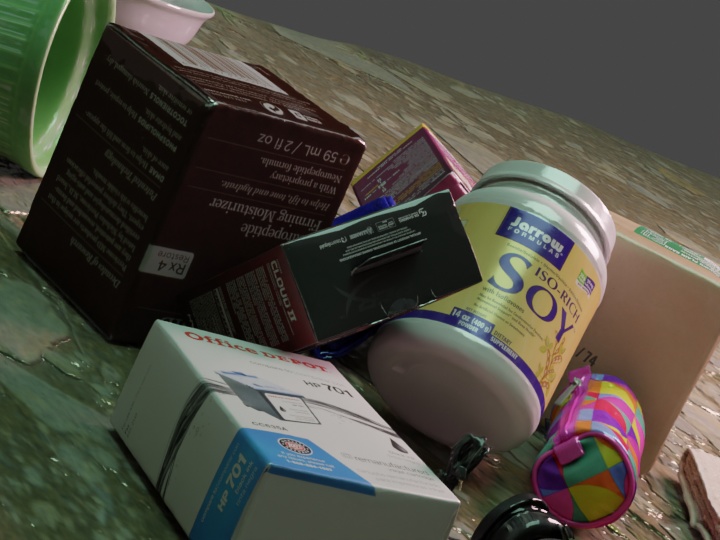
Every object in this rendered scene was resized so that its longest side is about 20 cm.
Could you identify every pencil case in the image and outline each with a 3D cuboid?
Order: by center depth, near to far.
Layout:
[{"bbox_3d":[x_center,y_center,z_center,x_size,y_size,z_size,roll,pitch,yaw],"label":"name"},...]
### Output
[{"bbox_3d":[0.183,0.140,1.593,0.088,0.089,0.200,25,13,2],"label":"pencil case"}]

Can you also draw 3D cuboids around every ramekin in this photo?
[{"bbox_3d":[-0.301,-0.193,1.794,0.097,0.201,0.200,17,13,7],"label":"ramekin"}]

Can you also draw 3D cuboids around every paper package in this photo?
[{"bbox_3d":[0.207,0.049,1.743,0.199,0.191,0.103,28,14,10],"label":"paper package"}]

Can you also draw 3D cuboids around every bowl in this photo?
[{"bbox_3d":[-0.291,-0.324,2.502,0.200,0.091,0.201,23,13,-6],"label":"bowl"}]

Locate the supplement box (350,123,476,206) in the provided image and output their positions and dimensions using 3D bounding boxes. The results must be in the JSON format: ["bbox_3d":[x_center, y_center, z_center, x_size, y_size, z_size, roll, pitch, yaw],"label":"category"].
[{"bbox_3d":[0.078,-0.047,1.984,0.131,0.103,0.200,49,6,-17],"label":"supplement box"}]

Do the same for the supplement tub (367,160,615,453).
[{"bbox_3d":[0.108,0.027,1.571,0.145,0.200,0.146,22,-32,14],"label":"supplement tub"}]

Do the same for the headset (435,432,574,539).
[{"bbox_3d":[0.120,0.183,1.304,0.200,0.094,0.124,31,10,-24],"label":"headset"}]

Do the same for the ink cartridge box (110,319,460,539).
[{"bbox_3d":[-0.052,0.122,1.264,0.146,0.086,0.200,15,18,-32],"label":"ink cartridge box"}]

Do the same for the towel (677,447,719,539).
[{"bbox_3d":[0.338,0.216,1.675,0.132,0.035,0.200,25,15,-4],"label":"towel"}]

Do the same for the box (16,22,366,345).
[{"bbox_3d":[-0.133,-0.059,1.555,0.166,0.201,0.164,11,19,-43],"label":"box"}]

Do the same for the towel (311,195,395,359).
[{"bbox_3d":[0.000,0.000,1.728,0.147,0.050,0.200,-20,25,-9],"label":"towel"}]

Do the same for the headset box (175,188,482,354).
[{"bbox_3d":[-0.020,0.011,1.429,0.148,0.075,0.200,-20,-2,-31],"label":"headset box"}]
